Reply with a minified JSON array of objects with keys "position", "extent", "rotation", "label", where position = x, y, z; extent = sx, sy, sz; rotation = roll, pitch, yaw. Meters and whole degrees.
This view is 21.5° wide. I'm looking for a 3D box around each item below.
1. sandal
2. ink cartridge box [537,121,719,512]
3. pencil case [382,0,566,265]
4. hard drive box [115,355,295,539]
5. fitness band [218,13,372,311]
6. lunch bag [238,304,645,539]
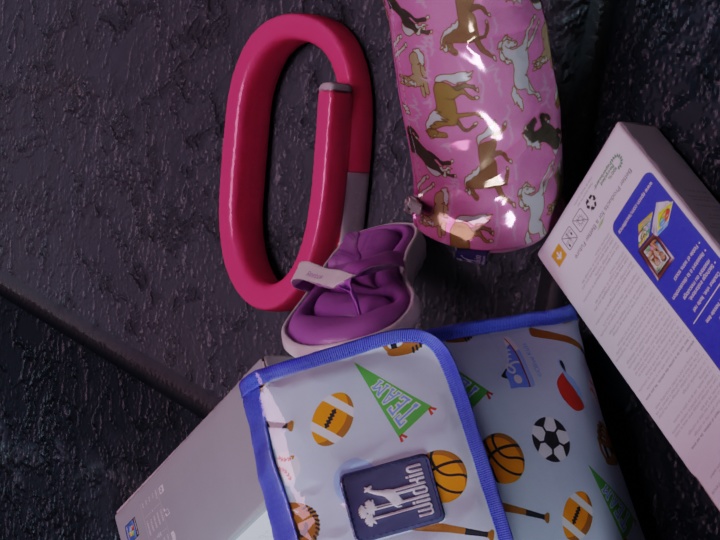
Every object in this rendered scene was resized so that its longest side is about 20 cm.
[{"position":[-0.007,0.002,1.100],"extent":[0.203,0.082,0.050],"rotation":[-75,-33,-72],"label":"sandal"},{"position":[0.167,0.022,0.969],"extent":[0.095,0.037,0.200],"rotation":[-61,41,32],"label":"ink cartridge box"},{"position":[0.058,-0.108,1.028],"extent":[0.083,0.086,0.201],"rotation":[19,128,45],"label":"pencil case"},{"position":[-0.032,0.131,1.141],"extent":[0.200,0.155,0.077],"rotation":[-48,52,43],"label":"hard drive box"},{"position":[-0.048,-0.072,1.276],"extent":[0.143,0.037,0.201],"rotation":[10,95,55],"label":"fitness band"},{"position":[0.042,0.117,0.983],"extent":[0.124,0.199,0.171],"rotation":[-33,69,49],"label":"lunch bag"}]
